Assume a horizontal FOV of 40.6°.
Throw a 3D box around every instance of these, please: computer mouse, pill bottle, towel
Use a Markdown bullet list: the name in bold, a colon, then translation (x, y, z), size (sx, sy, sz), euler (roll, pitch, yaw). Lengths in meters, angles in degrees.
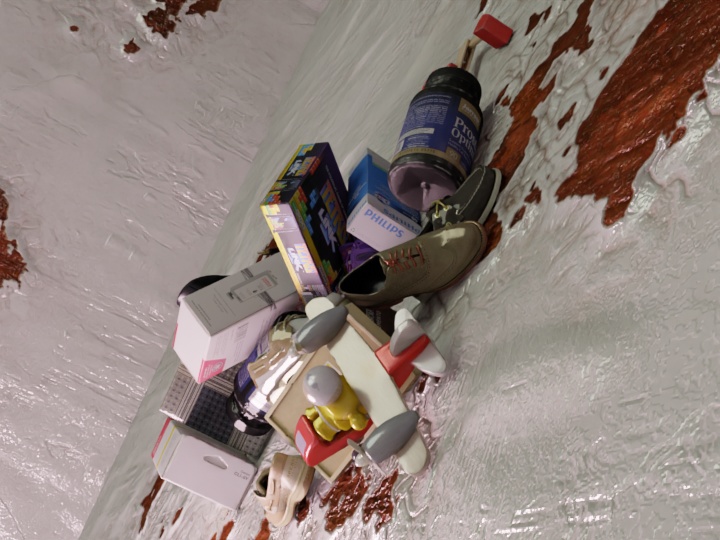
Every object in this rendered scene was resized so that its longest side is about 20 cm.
- **computer mouse**: translation (-0.196, 0.022, 1.595), size (0.046, 0.199, 0.141), euler (53, 121, 26)
- **pill bottle**: translation (0.112, -0.190, 1.381), size (0.112, 0.111, 0.201), euler (-41, 26, 53)
- **pill bottle**: translation (-0.130, 0.167, 1.528), size (0.200, 0.111, 0.112), euler (-52, 18, 32)
- **towel**: translation (-0.214, 0.188, 1.642), size (0.201, 0.192, 0.035), euler (-63, 7, 2)

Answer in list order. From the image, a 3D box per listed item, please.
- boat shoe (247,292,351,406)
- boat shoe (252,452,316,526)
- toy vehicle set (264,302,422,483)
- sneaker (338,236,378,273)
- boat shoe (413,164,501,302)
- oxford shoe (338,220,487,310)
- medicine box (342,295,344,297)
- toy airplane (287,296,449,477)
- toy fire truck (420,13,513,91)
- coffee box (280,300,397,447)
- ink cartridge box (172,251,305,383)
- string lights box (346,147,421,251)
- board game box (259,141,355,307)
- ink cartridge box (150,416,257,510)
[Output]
- **boat shoe**: translation (-0.087, 0.095, 1.277), size (0.200, 0.068, 0.075), euler (-53, -11, 30)
- **boat shoe**: translation (-0.110, 0.291, 1.323), size (0.200, 0.064, 0.072), euler (117, 170, -54)
- **toy vehicle set**: translation (-0.024, 0.155, 1.214), size (0.200, 0.124, 0.026), euler (-54, -15, 25)
- **sneaker**: translation (0.000, 0.000, 1.475), size (0.081, 0.083, 0.201), euler (-51, 19, 36)
- **boat shoe**: translation (0.108, -0.054, 1.256), size (0.202, 0.060, 0.072), euler (-58, 16, 15)
- **oxford shoe**: translation (0.063, -0.004, 1.198), size (0.199, 0.075, 0.071), euler (-31, 68, 26)
- **medicine box**: translation (-0.100, 0.016, 1.741), size (0.200, 0.103, 0.183), euler (-50, 19, 36)
- **toy airplane**: translation (-0.001, 0.127, 1.098), size (0.199, 0.141, 0.201), euler (-3, 78, 43)
- **toy fire truck**: translation (0.163, -0.331, 1.580), size (0.142, 0.049, 0.200), euler (-63, 14, -4)
- **coffee box**: translation (-0.022, 0.143, 1.302), size (0.200, 0.079, 0.113), euler (-55, 15, 25)
- **ink cartridge box**: translation (-0.186, 0.073, 1.538), size (0.199, 0.083, 0.147), euler (-27, -24, -32)
- **string lights box**: translation (0.035, -0.103, 1.497), size (0.059, 0.102, 0.200), euler (-50, 18, 24)
- **board game box**: translation (-0.066, -0.067, 1.488), size (0.056, 0.201, 0.166), euler (-2, 38, 27)
- **ink cartridge box**: translation (-0.275, 0.330, 1.684), size (0.084, 0.145, 0.200), euler (-64, 15, -8)
